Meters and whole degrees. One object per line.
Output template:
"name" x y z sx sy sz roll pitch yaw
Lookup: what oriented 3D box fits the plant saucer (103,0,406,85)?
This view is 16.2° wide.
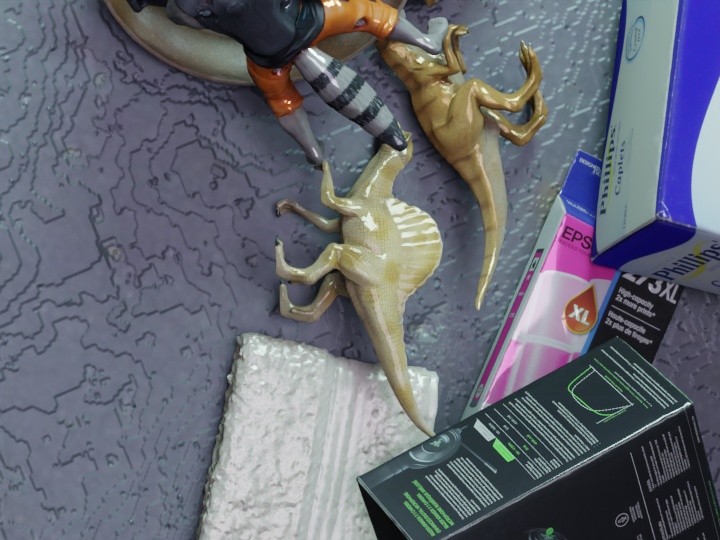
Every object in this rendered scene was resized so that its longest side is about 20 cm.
"plant saucer" -0.061 -0.203 1.486 0.199 0.035 0.201 -2 125 -2

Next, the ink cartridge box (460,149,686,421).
"ink cartridge box" 0.141 0.033 1.579 0.094 0.037 0.201 26 80 -13

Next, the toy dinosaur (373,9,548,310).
"toy dinosaur" 0.069 -0.084 1.552 0.106 0.060 0.201 -26 83 -8

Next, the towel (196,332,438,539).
"towel" -0.033 0.146 1.528 0.132 0.034 0.202 13 85 -15

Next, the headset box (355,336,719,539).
"headset box" 0.110 0.169 1.500 0.199 0.093 0.175 -28 123 -12

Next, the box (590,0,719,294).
"box" 0.259 -0.081 1.560 0.199 0.105 0.185 13 74 -15

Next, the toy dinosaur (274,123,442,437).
"toy dinosaur" 0.000 0.000 1.514 0.100 0.058 0.202 -3 75 1

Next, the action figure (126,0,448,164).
"action figure" -0.027 -0.162 1.439 0.199 0.105 0.193 -35 131 22

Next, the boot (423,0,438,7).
"boot" -0.018 -0.235 1.529 0.200 0.066 0.175 43 85 -14
